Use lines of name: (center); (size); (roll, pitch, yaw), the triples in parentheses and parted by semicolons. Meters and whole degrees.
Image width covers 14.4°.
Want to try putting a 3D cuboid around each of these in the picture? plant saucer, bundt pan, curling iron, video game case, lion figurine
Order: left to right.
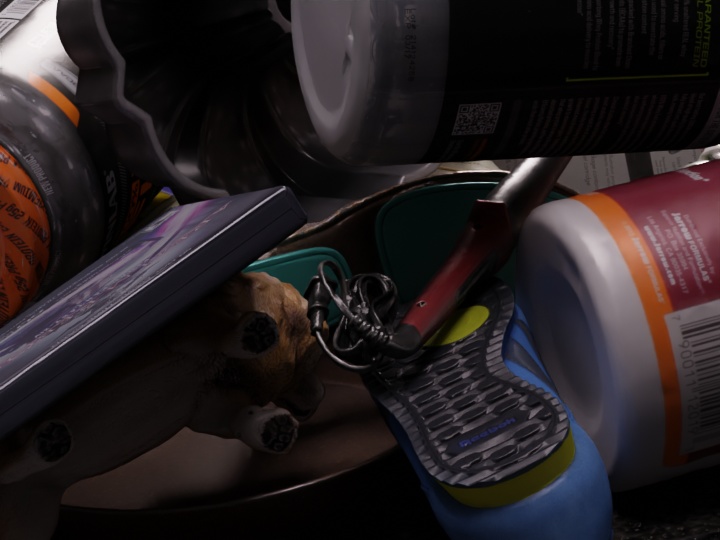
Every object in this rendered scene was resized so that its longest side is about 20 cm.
video game case: (-0.102, 0.018, 1.054); (0.143, 0.019, 0.200); (-36, 7, -13)
lion figurine: (-0.092, 0.056, 1.046); (0.200, 0.073, 0.122); (-22, 14, -20)
plant saucer: (-0.054, 0.068, 1.148); (0.200, 0.035, 0.200); (-9, 19, 3)
bundt pan: (-0.048, -0.112, 1.225); (0.202, 0.202, 0.076); (-23, 10, -35)
curling iron: (0.041, -0.017, 1.103); (0.050, 0.026, 0.200); (36, 41, 12)

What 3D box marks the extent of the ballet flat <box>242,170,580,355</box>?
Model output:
ballet flat: (0.000, 0.000, 1.173); (0.199, 0.068, 0.067); (-10, 3, -12)

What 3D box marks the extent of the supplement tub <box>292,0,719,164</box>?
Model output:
supplement tub: (0.082, -0.106, 1.107); (0.199, 0.123, 0.123); (-3, 17, -15)

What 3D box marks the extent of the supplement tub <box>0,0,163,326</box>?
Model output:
supplement tub: (-0.152, -0.054, 1.270); (0.122, 0.123, 0.200); (-2, 25, 19)

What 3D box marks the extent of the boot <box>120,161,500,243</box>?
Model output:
boot: (0.001, -0.002, 1.271); (0.200, 0.072, 0.155); (-17, 23, -22)

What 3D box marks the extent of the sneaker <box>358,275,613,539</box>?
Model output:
sneaker: (0.049, 0.066, 1.047); (0.066, 0.079, 0.200); (-26, 23, 1)

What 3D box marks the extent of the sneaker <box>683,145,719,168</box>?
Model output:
sneaker: (0.148, -0.014, 1.220); (0.200, 0.081, 0.076); (-18, 23, -21)

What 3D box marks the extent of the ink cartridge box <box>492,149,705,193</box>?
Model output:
ink cartridge box: (0.169, -0.076, 1.405); (0.199, 0.067, 0.116); (-5, 18, 12)

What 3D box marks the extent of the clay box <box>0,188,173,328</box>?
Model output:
clay box: (-0.166, 0.008, 1.347); (0.200, 0.048, 0.115); (-19, 22, -29)

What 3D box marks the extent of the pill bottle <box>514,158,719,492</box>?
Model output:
pill bottle: (0.170, 0.007, 1.095); (0.199, 0.115, 0.114); (-14, 20, -15)
